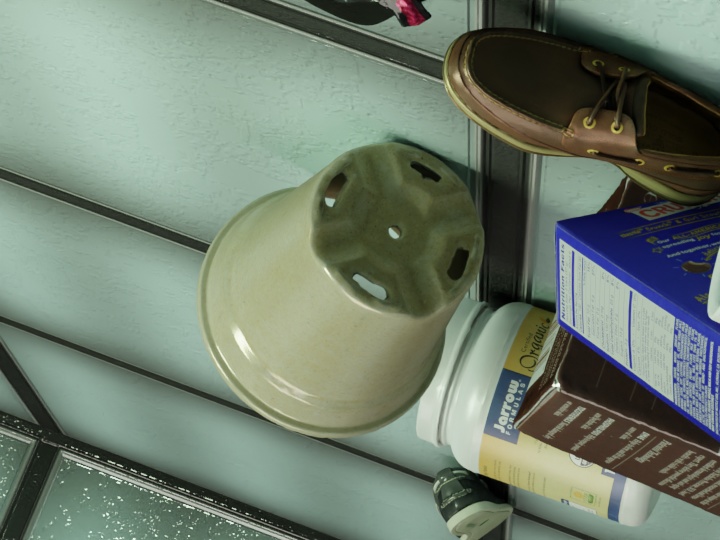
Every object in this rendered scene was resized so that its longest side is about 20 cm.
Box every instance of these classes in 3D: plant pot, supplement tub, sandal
[{"bbox_3d":[0.000,0.000,1.877,0.200,0.201,0.184,24,154,-10],"label":"plant pot"},{"bbox_3d":[0.158,0.110,2.078,0.199,0.145,0.144,18,165,12],"label":"supplement tub"},{"bbox_3d":[0.011,-0.164,1.509,0.075,0.045,0.200,26,165,-14],"label":"sandal"}]

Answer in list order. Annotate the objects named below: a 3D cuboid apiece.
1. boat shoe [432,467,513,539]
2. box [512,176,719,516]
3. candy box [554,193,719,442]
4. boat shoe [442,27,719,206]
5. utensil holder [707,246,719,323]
[{"bbox_3d":[0.123,0.260,2.861,0.068,0.072,0.200,56,-178,17],"label":"boat shoe"},{"bbox_3d":[0.231,0.057,1.739,0.199,0.167,0.164,22,165,-1],"label":"box"},{"bbox_3d":[0.235,0.022,1.515,0.168,0.077,0.200,-12,-152,-25],"label":"candy box"},{"bbox_3d":[0.146,-0.099,1.511,0.199,0.072,0.068,20,162,-19],"label":"boat shoe"},{"bbox_3d":[0.305,-0.022,1.357,0.199,0.171,0.170,18,165,2],"label":"utensil holder"}]
